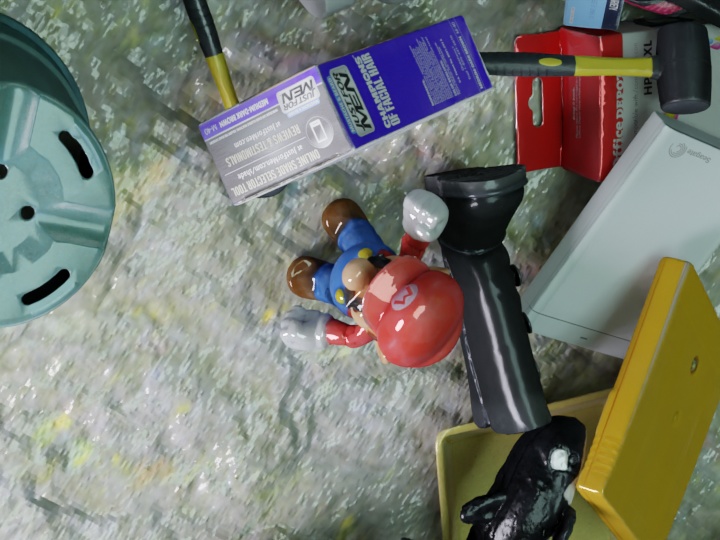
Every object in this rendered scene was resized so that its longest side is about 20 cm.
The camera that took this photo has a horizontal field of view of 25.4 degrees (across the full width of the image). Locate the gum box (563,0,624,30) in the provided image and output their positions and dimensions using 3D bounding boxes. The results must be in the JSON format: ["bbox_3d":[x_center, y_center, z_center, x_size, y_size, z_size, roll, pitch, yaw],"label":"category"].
[{"bbox_3d":[0.174,-0.293,1.113,0.044,0.170,0.202,6,79,6],"label":"gum box"}]

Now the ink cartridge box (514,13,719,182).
[{"bbox_3d":[0.224,-0.137,1.265,0.199,0.067,0.117,-9,107,-20],"label":"ink cartridge box"}]

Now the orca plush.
[{"bbox_3d":[0.096,0.191,1.235,0.071,0.106,0.200,22,119,-30],"label":"orca plush"}]

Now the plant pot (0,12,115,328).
[{"bbox_3d":[-0.248,-0.060,1.019,0.199,0.196,0.202,-6,107,-22],"label":"plant pot"}]

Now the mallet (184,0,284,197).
[{"bbox_3d":[-0.098,-0.144,1.123,0.041,0.066,0.201,-23,111,-14],"label":"mallet"}]

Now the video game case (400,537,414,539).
[{"bbox_3d":[0.006,0.336,1.223,0.025,0.181,0.201,15,127,11],"label":"video game case"}]

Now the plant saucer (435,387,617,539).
[{"bbox_3d":[0.150,0.197,1.337,0.199,0.048,0.202,-11,109,-20],"label":"plant saucer"}]

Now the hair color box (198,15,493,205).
[{"bbox_3d":[-0.005,-0.113,1.095,0.200,0.109,0.065,-32,98,-54],"label":"hair color box"}]

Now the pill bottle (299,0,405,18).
[{"bbox_3d":[0.041,-0.258,1.132,0.199,0.112,0.113,-28,113,-14],"label":"pill bottle"}]

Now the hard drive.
[{"bbox_3d":[0.224,-0.022,1.271,0.131,0.027,0.201,16,118,-35],"label":"hard drive"}]

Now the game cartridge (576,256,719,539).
[{"bbox_3d":[0.239,0.116,1.284,0.201,0.032,0.176,-64,147,-17],"label":"game cartridge"}]

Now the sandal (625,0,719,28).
[{"bbox_3d":[0.227,-0.225,1.233,0.199,0.045,0.075,27,53,-9],"label":"sandal"}]

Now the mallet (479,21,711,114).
[{"bbox_3d":[0.165,-0.141,1.180,0.198,0.041,0.066,-7,80,-9],"label":"mallet"}]

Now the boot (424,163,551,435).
[{"bbox_3d":[0.100,0.025,1.186,0.065,0.165,0.202,-9,95,-4],"label":"boot"}]

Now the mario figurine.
[{"bbox_3d":[0.000,0.000,1.135,0.105,0.200,0.124,-8,107,-21],"label":"mario figurine"}]
